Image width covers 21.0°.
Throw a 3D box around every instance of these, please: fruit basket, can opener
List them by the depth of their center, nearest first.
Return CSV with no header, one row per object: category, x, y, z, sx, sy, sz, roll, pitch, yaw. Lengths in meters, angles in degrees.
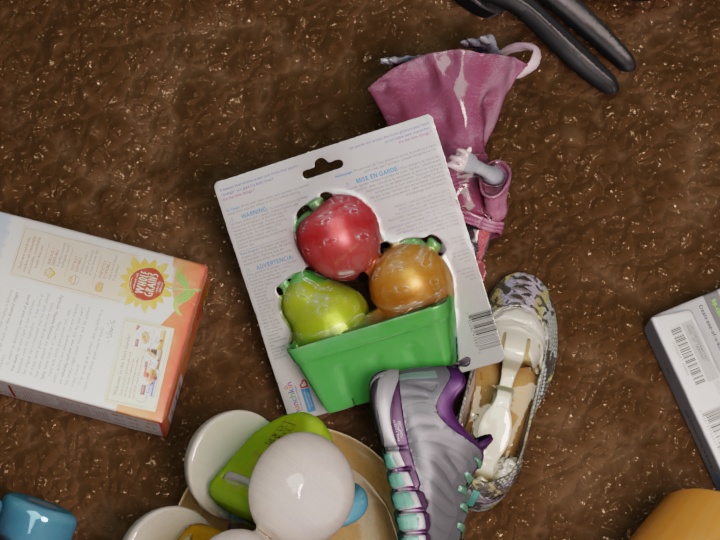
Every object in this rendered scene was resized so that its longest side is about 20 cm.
fruit basket,0.000,0.000,1.519,0.184,0.094,0.202,-18,90,11
can opener,0.150,-0.225,1.635,0.199,0.079,0.064,34,81,-3

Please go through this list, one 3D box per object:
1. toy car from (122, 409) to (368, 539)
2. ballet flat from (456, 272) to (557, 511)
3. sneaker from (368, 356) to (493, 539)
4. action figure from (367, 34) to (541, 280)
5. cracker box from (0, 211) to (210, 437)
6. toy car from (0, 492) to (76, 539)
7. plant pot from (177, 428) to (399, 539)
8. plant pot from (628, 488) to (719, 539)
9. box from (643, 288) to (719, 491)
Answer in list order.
toy car,-0.070,0.207,1.438,0.150,0.175,0.201,42,73,-25
ballet flat,0.116,0.090,1.538,0.071,0.072,0.202,15,73,3
sneaker,0.065,0.168,1.462,0.087,0.074,0.202,-12,93,-1
action figure,0.078,-0.082,1.592,0.148,0.133,0.202,-7,84,-48
cracker box,-0.232,0.040,1.548,0.198,0.058,0.135,15,73,2
toy car,-0.348,0.232,1.460,0.199,0.177,0.186,19,86,33
plant pot,-0.050,0.222,1.515,0.198,0.028,0.202,0,74,-1
plant pot,0.243,0.271,1.435,0.199,0.201,0.184,28,59,7
box,0.351,0.075,1.563,0.198,0.041,0.157,-22,75,-7
